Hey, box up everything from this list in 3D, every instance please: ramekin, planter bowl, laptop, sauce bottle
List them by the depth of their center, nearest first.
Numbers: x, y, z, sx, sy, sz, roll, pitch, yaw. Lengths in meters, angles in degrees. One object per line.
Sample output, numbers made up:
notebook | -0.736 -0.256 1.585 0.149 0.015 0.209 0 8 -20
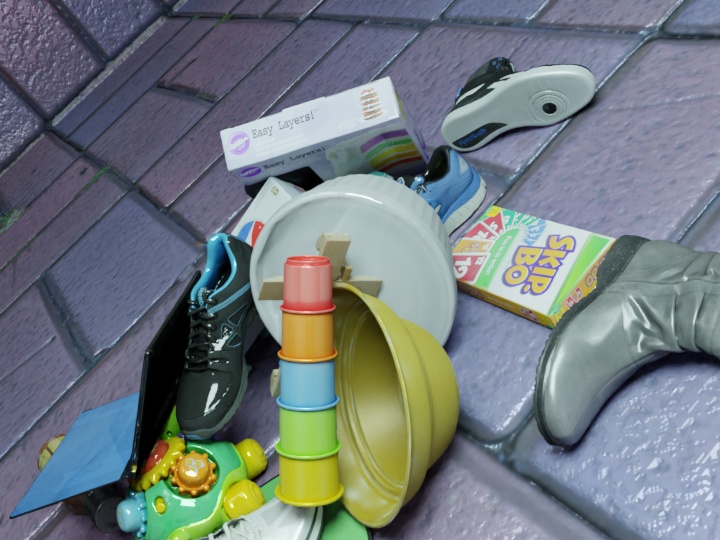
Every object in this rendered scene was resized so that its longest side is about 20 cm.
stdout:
planter bowl | 0.027 0.107 0.752 0.083 0.203 0.200 -6 19 -25
laptop | -0.240 0.114 0.857 0.188 0.114 0.202 -82 4 -68
ramekin | 0.000 0.000 0.860 0.201 0.203 0.094 -25 19 25
sauce bottle | -0.317 0.246 1.021 0.066 0.066 0.199 -49 32 -15

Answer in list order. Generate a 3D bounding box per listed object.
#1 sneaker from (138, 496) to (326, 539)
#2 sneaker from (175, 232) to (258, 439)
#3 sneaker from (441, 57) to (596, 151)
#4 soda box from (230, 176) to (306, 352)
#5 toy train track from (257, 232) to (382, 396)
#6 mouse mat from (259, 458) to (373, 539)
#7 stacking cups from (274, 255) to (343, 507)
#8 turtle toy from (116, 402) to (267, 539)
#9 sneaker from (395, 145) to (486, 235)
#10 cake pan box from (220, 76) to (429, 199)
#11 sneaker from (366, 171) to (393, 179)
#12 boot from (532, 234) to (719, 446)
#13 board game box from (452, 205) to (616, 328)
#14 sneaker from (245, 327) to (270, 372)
sneaker | -0.122 0.242 0.741 0.201 0.116 0.075 -49 30 -13
sneaker | -0.145 0.060 0.855 0.072 0.082 0.202 -2 61 26
sneaker | 0.187 -0.222 1.047 0.199 0.073 0.113 -15 40 39
soda box | -0.115 0.002 0.965 0.068 0.063 0.201 44 106 29
toy train track | -0.051 0.039 0.817 0.033 0.113 0.201 -115 36 -42
mouse mat | -0.077 0.247 0.805 0.199 0.008 0.162 -34 31 12
stacking cups | -0.043 0.090 0.734 0.060 0.203 0.061 0 11 0
turtle toy | -0.173 0.202 0.873 0.145 0.101 0.200 -36 19 8
sneaker | 0.054 -0.056 0.968 0.078 0.089 0.201 4 52 52
cake pan box | -0.035 -0.129 0.971 0.198 0.184 0.053 -15 73 10
sneaker | -0.035 -0.053 0.998 0.200 0.079 0.072 -48 16 49
boot | 0.222 0.052 0.665 0.131 0.070 0.201 10 61 47
board game box | 0.160 -0.005 0.847 0.096 0.030 0.199 -48 33 -11
sneaker | -0.141 0.053 1.081 0.085 0.078 0.202 -7 50 26
